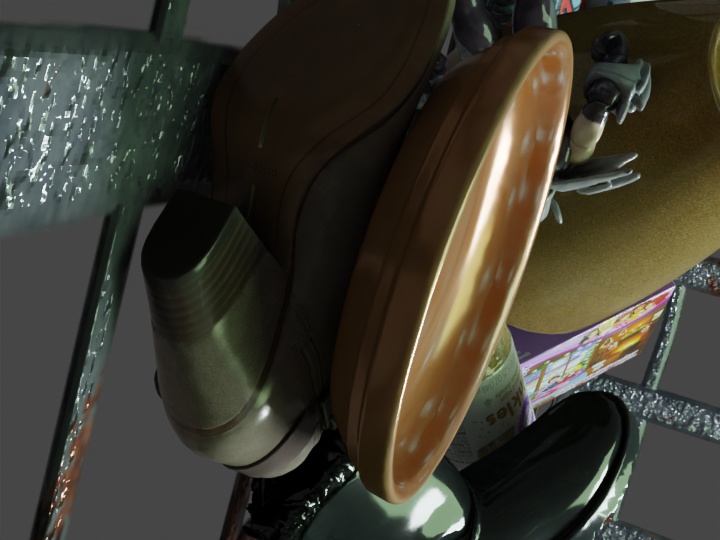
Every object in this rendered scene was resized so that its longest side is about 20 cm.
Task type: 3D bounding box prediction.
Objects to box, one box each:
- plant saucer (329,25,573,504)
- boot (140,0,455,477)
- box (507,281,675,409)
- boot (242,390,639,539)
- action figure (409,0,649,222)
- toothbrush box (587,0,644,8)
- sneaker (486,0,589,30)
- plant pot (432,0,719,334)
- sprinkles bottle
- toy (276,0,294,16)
[{"bbox_3d":[0.036,-0.005,0.667,0.200,0.037,0.201,20,90,-77],"label":"plant saucer"},{"bbox_3d":[-0.015,-0.016,0.658,0.200,0.070,0.147,-50,148,-17],"label":"boot"},{"bbox_3d":[0.108,0.063,1.110,0.199,0.039,0.137,-26,160,-11],"label":"box"},{"bbox_3d":[0.043,0.110,0.873,0.198,0.073,0.162,-48,123,-4],"label":"boot"},{"bbox_3d":[0.075,-0.109,0.808,0.070,0.129,0.201,-81,162,-61],"label":"action figure"},{"bbox_3d":[0.187,-0.185,1.154,0.200,0.085,0.147,-128,-130,-69],"label":"toothbrush box"},{"bbox_3d":[0.110,-0.171,1.036,0.200,0.079,0.096,67,43,-71],"label":"sneaker"},{"bbox_3d":[0.156,-0.075,0.915,0.200,0.186,0.187,-23,-141,55],"label":"plant pot"},{"bbox_3d":[0.068,0.084,0.959,0.068,0.068,0.201,-62,142,-42],"label":"sprinkles bottle"},{"bbox_3d":[0.005,-0.134,0.686,0.115,0.047,0.201,-44,149,-66],"label":"toy"}]
